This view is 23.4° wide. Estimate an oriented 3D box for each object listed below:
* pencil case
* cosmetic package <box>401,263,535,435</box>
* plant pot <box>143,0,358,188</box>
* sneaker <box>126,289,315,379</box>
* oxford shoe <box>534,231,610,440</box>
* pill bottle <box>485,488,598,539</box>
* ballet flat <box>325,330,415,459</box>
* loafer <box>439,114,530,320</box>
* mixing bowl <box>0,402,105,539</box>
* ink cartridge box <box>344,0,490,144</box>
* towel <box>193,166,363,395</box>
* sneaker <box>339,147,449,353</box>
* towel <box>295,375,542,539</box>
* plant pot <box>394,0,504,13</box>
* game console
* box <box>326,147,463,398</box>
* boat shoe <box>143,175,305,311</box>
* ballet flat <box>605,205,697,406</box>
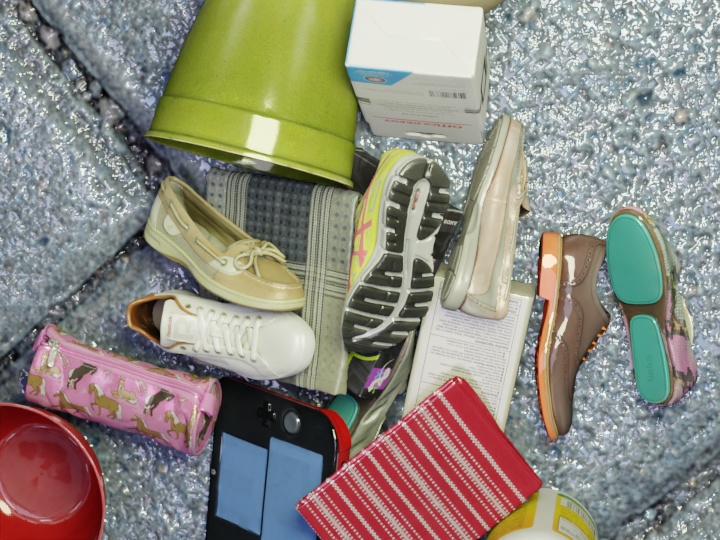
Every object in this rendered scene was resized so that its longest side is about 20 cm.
[{"bbox_3d":[-0.234,0.119,1.718,0.199,0.087,0.083,18,95,9],"label":"pencil case"},{"bbox_3d":[0.099,0.104,1.675,0.104,0.071,0.201,14,101,5],"label":"cosmetic package"},{"bbox_3d":[-0.081,-0.193,1.604,0.199,0.200,0.194,14,90,6],"label":"plant pot"},{"bbox_3d":[-0.139,0.063,1.645,0.199,0.084,0.073,9,96,33],"label":"sneaker"},{"bbox_3d":[0.203,0.065,1.655,0.072,0.071,0.202,2,100,3],"label":"oxford shoe"},{"bbox_3d":[0.167,0.285,1.629,0.112,0.200,0.114,1,100,8],"label":"pill bottle"},{"bbox_3d":[0.009,0.121,1.701,0.067,0.063,0.201,41,107,41],"label":"ballet flat"},{"bbox_3d":[0.128,-0.047,1.623,0.062,0.072,0.201,20,70,-7],"label":"loafer"},{"bbox_3d":[-0.336,0.219,1.745,0.199,0.108,0.202,2,100,10],"label":"mixing bowl"},{"bbox_3d":[0.057,-0.179,1.587,0.115,0.200,0.067,6,78,8],"label":"ink cartridge box"},{"bbox_3d":[-0.079,0.011,1.671,0.192,0.034,0.202,10,98,34],"label":"towel"},{"bbox_3d":[0.025,-0.020,1.585,0.078,0.090,0.201,11,110,-25],"label":"sneaker"},{"bbox_3d":[0.057,0.210,1.635,0.200,0.022,0.145,-39,104,4],"label":"towel"},{"bbox_3d":[0.069,-0.298,1.568,0.199,0.201,0.135,25,136,4],"label":"plant pot"},{"bbox_3d":[-0.087,0.219,1.705,0.176,0.031,0.202,14,103,37],"label":"game console"},{"bbox_3d":[0.000,0.000,1.659,0.143,0.036,0.201,33,104,35],"label":"box"},{"bbox_3d":[-0.127,-0.023,1.640,0.200,0.073,0.064,33,115,37],"label":"boat shoe"},{"bbox_3d":[0.279,0.028,1.636,0.069,0.071,0.201,1,111,45],"label":"ballet flat"}]
